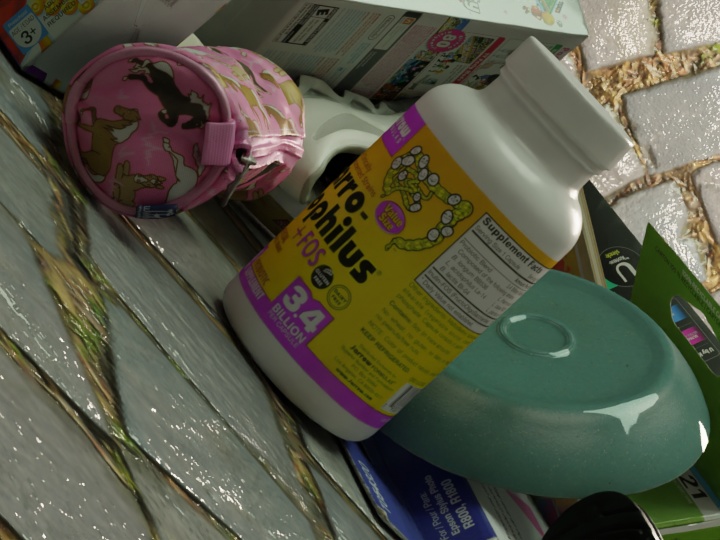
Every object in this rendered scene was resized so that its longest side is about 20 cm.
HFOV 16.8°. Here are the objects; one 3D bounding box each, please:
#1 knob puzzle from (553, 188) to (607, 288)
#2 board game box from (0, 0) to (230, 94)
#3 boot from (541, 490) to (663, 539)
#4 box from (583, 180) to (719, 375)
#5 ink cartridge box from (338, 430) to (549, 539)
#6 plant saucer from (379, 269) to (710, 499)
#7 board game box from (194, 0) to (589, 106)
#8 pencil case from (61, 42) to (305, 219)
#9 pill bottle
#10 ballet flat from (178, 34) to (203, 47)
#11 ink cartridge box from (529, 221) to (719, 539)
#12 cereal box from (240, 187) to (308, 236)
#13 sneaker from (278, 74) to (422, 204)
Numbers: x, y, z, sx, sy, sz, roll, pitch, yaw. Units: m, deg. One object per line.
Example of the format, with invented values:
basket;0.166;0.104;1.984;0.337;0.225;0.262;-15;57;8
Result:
knob puzzle;0.071;0.019;1.532;0.030;0.220;0.220;-11;54;-42
board game box;-0.168;-0.195;1.226;0.200;0.103;0.105;53;7;17
boot;0.162;0.224;1.183;0.168;0.076;0.201;41;26;-43
box;0.138;0.061;1.615;0.200;0.124;0.149;54;-25;28
ink cartridge box;0.053;0.119;1.280;0.200;0.043;0.197;49;7;-34
plant saucer;0.089;0.046;1.272;0.199;0.036;0.200;9;29;-5
board game box;0.007;-0.130;1.394;0.199;0.147;0.065;5;59;-36
pencil case;-0.080;-0.070;1.178;0.087;0.082;0.200;61;9;-1
pill bottle;0.035;-0.018;1.181;0.104;0.200;0.104;45;9;-9
ballet flat;-0.123;-0.135;1.309;0.200;0.068;0.067;51;-29;5
ink cartridge box;0.145;0.096;1.378;0.148;0.075;0.201;-124;-145;-47
cereal box;-0.034;-0.134;1.505;0.039;0.201;0.144;4;-27;38
sneaker;0.023;-0.052;1.372;0.199;0.074;0.089;2;39;-38
